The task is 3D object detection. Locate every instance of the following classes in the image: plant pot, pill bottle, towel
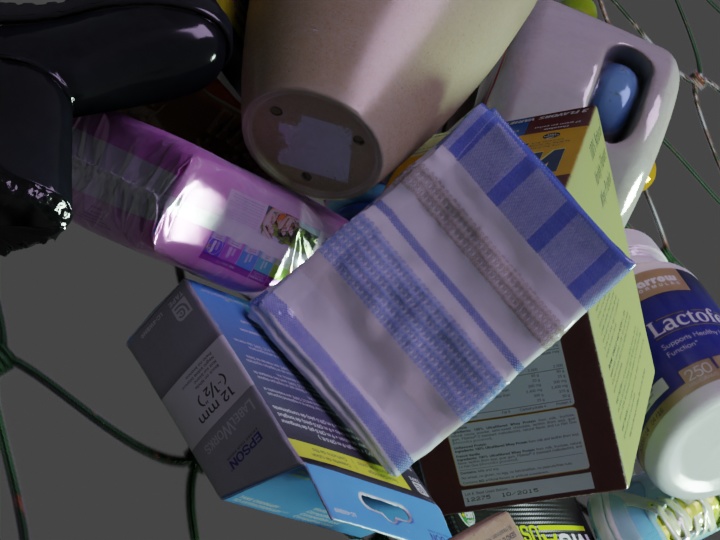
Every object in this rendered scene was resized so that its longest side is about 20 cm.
[{"bbox_3d":[0.002,-0.145,1.613,0.187,0.187,0.200,45,45,-25],"label":"plant pot"},{"bbox_3d":[0.225,0.066,1.908,0.116,0.116,0.200,30,20,-43],"label":"pill bottle"},{"bbox_3d":[0.047,0.011,1.545,0.147,0.200,0.024,49,1,17],"label":"towel"}]

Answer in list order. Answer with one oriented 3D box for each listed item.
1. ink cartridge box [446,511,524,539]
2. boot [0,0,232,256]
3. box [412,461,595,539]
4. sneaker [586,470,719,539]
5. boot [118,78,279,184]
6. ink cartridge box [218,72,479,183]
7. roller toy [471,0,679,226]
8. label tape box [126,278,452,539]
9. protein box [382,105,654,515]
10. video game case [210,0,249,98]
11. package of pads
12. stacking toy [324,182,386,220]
[{"bbox_3d":[-0.009,0.221,1.391,0.075,0.200,0.165,60,27,5],"label":"ink cartridge box"},{"bbox_3d":[-0.171,-0.083,1.479,0.077,0.199,0.169,94,-7,-47],"label":"boot"},{"bbox_3d":[0.105,0.198,1.783,0.200,0.047,0.194,10,50,-57],"label":"box"},{"bbox_3d":[0.245,0.176,1.918,0.080,0.130,0.200,64,14,-5],"label":"sneaker"},{"bbox_3d":[-0.118,-0.119,1.707,0.200,0.075,0.107,44,22,-31],"label":"boot"},{"bbox_3d":[-0.004,-0.148,1.842,0.146,0.083,0.200,18,23,13],"label":"ink cartridge box"},{"bbox_3d":[0.150,-0.092,1.871,0.139,0.201,0.182,23,15,-2],"label":"roller toy"},{"bbox_3d":[-0.039,0.108,1.554,0.143,0.066,0.200,23,28,-51],"label":"label tape box"},{"bbox_3d":[0.102,0.023,1.687,0.199,0.134,0.201,-61,139,-67],"label":"protein box"},{"bbox_3d":[-0.085,-0.226,1.649,0.200,0.025,0.182,56,34,-69],"label":"video game case"},{"bbox_3d":[-0.095,-0.034,1.602,0.120,0.076,0.200,28,3,40],"label":"package of pads"},{"bbox_3d":[0.000,0.000,1.784,0.085,0.085,0.200,47,34,-22],"label":"stacking toy"}]
